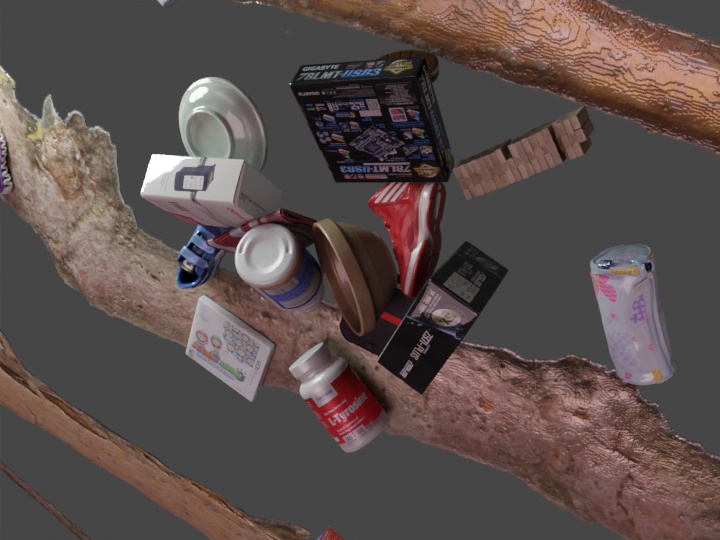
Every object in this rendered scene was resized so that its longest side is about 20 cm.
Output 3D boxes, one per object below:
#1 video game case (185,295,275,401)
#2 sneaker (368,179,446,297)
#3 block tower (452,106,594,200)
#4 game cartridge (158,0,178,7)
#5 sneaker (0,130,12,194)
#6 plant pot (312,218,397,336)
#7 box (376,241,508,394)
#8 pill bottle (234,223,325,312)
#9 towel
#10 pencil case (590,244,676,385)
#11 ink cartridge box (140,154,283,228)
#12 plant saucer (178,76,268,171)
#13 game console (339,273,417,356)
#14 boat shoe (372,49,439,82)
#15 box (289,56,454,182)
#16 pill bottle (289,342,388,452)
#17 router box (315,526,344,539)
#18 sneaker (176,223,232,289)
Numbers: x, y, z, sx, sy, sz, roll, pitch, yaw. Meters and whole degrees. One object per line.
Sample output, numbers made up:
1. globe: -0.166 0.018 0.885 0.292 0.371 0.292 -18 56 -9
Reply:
1. video game case: -0.293 0.176 1.423 0.200 0.024 0.182 33 127 12
2. sneaker: 0.069 -0.063 1.054 0.115 0.078 0.201 23 113 29
3. block tower: 0.225 -0.160 0.905 0.200 0.058 0.054 -20 103 38
4. game cartridge: -0.305 -0.537 1.035 0.133 0.041 0.200 46 129 -3
5. sneaker: -0.885 -0.263 1.502 0.080 0.088 0.201 18 122 23
6. plant pot: 0.000 0.000 1.064 0.201 0.092 0.202 158 90 -77
7. box: 0.129 0.066 0.981 0.086 0.200 0.164 35 118 10
8. pill bottle: -0.130 0.006 1.123 0.112 0.112 0.200 20 167 21
9. towel: -0.160 -0.057 1.150 0.200 0.144 0.023 -17 68 37
10. pencil case: 0.389 0.062 0.908 0.091 0.083 0.201 8 123 53
11. ink cartridge box: -0.259 -0.136 1.141 0.199 0.145 0.085 8 78 23
12. plant saucer: -0.261 -0.243 1.159 0.199 0.050 0.201 14 121 24
13. game console: 0.061 0.086 1.161 0.199 0.031 0.177 24 119 17
14. boat shoe: 0.033 -0.271 0.963 0.199 0.072 0.072 -7 140 30
15. box: 0.021 -0.213 0.947 0.199 0.050 0.199 4 145 27
16. pill bottle: -0.046 0.244 1.254 0.112 0.112 0.200 -34 95 39
17. router box: -0.060 0.745 1.577 0.179 0.049 0.200 38 129 8
18. sneaker: -0.315 -0.037 1.284 0.074 0.082 0.200 35 126 11
